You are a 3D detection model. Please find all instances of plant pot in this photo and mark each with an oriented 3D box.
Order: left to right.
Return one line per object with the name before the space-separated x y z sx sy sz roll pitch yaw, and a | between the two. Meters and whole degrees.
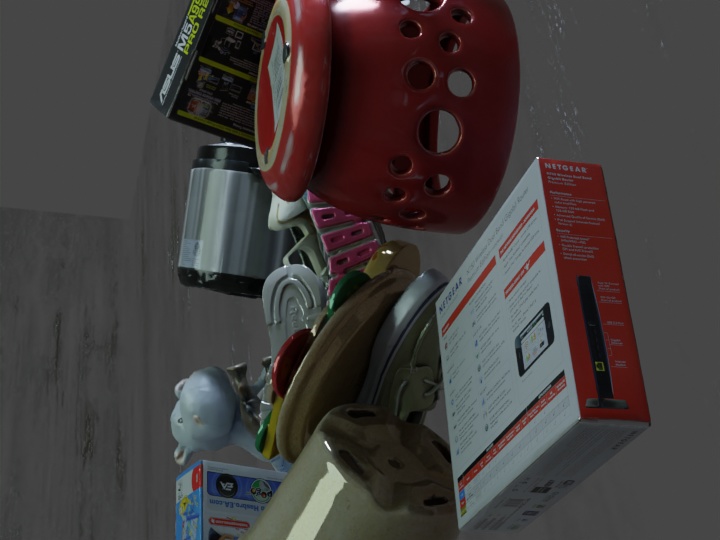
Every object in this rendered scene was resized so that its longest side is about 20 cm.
plant pot | -0.005 0.218 0.975 0.185 0.198 0.201 -65 24 24
plant pot | 0.012 -0.137 0.998 0.200 0.179 0.204 -176 90 -76

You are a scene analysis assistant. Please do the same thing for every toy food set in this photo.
toy food set | -0.014 0.078 1.056 0.048 0.197 0.202 32 127 22

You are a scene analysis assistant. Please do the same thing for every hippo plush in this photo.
hippo plush | -0.138 0.151 1.431 0.201 0.158 0.162 114 163 -62

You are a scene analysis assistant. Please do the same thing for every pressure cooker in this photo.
pressure cooker | -0.115 -0.069 1.406 0.179 0.173 0.204 16 -99 -77

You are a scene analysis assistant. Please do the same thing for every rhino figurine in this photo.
rhino figurine | -0.069 0.130 1.281 0.199 0.059 0.089 -3 -103 -68

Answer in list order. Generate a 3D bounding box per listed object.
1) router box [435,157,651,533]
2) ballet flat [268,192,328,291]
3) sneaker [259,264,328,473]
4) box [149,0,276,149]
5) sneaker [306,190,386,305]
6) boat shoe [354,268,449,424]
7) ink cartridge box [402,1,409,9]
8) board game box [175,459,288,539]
router box | 0.112 0.056 0.821 0.201 0.048 0.182 120 150 -56
ballet flat | -0.057 -0.038 1.264 0.202 0.073 0.074 65 159 5
sneaker | -0.053 0.099 1.184 0.081 0.075 0.204 53 -142 -77
box | -0.067 -0.185 1.084 0.044 0.198 0.162 40 109 50
sneaker | 0.000 0.000 1.194 0.087 0.073 0.203 49 -155 -74
boat shoe | 0.042 0.094 1.046 0.062 0.072 0.202 33 119 23
ink cartridge box | -0.020 -0.231 1.300 0.149 0.084 0.202 -103 22 -48
board game box | -0.069 0.286 1.106 0.056 0.198 0.199 -36 49 47
